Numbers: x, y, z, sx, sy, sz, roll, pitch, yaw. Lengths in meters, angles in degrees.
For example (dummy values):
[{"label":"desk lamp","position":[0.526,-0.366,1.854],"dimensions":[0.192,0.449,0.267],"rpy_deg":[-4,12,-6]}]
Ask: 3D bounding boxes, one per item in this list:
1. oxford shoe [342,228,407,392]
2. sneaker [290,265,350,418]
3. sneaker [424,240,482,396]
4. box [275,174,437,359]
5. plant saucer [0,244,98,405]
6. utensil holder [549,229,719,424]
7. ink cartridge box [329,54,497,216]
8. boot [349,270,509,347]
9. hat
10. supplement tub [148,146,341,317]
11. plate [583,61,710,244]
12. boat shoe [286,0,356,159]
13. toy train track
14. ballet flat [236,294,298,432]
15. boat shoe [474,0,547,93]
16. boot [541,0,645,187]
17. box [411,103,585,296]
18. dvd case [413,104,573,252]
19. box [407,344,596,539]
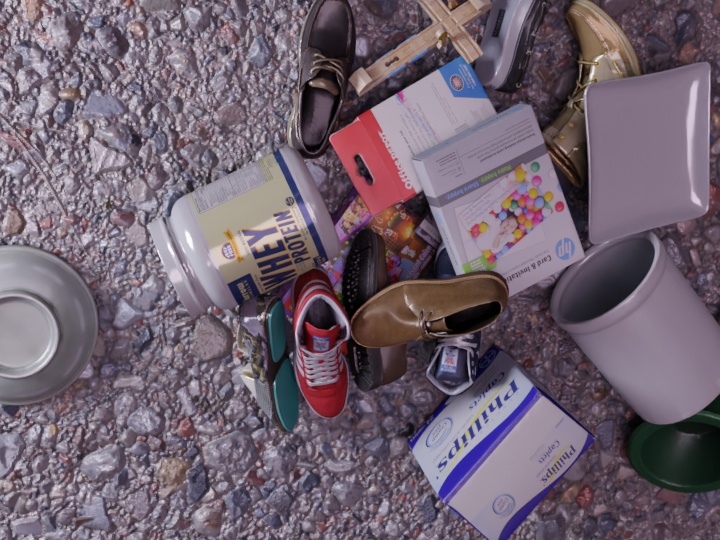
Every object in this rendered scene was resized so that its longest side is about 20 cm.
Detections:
[{"label":"oxford shoe","position":[0.026,0.043,1.534],"dimensions":[0.083,0.072,0.203],"rpy_deg":[-12,110,-26]},{"label":"sneaker","position":[-0.046,0.103,1.502],"dimensions":[0.070,0.113,0.203],"rpy_deg":[-11,109,-6]},{"label":"sneaker","position":[0.119,0.065,1.540],"dimensions":[0.069,0.109,0.202],"rpy_deg":[6,129,14]},{"label":"box","position":[0.000,0.000,1.566],"dimensions":[0.136,0.039,0.201],"rpy_deg":[35,94,-18]},{"label":"plant saucer","position":[-0.416,0.073,1.485],"dimensions":[0.197,0.050,0.204],"rpy_deg":[-3,105,-12]},{"label":"utensil holder","position":[0.372,0.075,1.604],"dimensions":[0.170,0.170,0.200],"rpy_deg":[-43,111,1]},{"label":"ink cartridge box","position":[0.066,-0.160,1.503],"dimensions":[0.198,0.067,0.117],"rpy_deg":[-31,93,-9]},{"label":"boot","position":[0.076,0.052,1.445],"dimensions":[0.197,0.076,0.075],"rpy_deg":[-16,109,14]},{"label":"hat","position":[0.475,0.187,1.734],"dimensions":[0.165,0.177,0.199],"rpy_deg":[39,131,-21]},{"label":"supplement tub","position":[-0.137,-0.043,1.466],"dimensions":[0.198,0.145,0.147],"rpy_deg":[-26,108,-3]},{"label":"plate","position":[0.356,-0.150,1.548],"dimensions":[0.197,0.032,0.203],"rpy_deg":[-14,110,-25]},{"label":"boat shoe","position":[-0.040,-0.230,1.480],"dimensions":[0.073,0.073,0.203],"rpy_deg":[5,103,-14]},{"label":"toy train track","position":[0.072,-0.278,1.477],"dimensions":[0.199,0.033,0.115],"rpy_deg":[-35,69,-7]},{"label":"ballet flat","position":[-0.121,0.114,1.554],"dimensions":[0.071,0.072,0.203],"rpy_deg":[-12,122,-9]},{"label":"boat shoe","position":[0.198,-0.318,1.523],"dimensions":[0.056,0.068,0.203],"rpy_deg":[12,103,-34]},{"label":"boot","position":[0.278,-0.223,1.551],"dimensions":[0.155,0.073,0.201],"rpy_deg":[-39,115,-8]},{"label":"box","position":[0.167,-0.075,1.481],"dimensions":[0.154,0.041,0.202],"rpy_deg":[-26,107,-12]},{"label":"dvd case","position":[0.176,-0.086,1.575],"dimensions":[0.148,0.016,0.201],"rpy_deg":[38,81,-19]},{"label":"box","position":[0.174,0.218,1.576],"dimensions":[0.105,0.200,0.184],"rpy_deg":[40,93,-18]}]
